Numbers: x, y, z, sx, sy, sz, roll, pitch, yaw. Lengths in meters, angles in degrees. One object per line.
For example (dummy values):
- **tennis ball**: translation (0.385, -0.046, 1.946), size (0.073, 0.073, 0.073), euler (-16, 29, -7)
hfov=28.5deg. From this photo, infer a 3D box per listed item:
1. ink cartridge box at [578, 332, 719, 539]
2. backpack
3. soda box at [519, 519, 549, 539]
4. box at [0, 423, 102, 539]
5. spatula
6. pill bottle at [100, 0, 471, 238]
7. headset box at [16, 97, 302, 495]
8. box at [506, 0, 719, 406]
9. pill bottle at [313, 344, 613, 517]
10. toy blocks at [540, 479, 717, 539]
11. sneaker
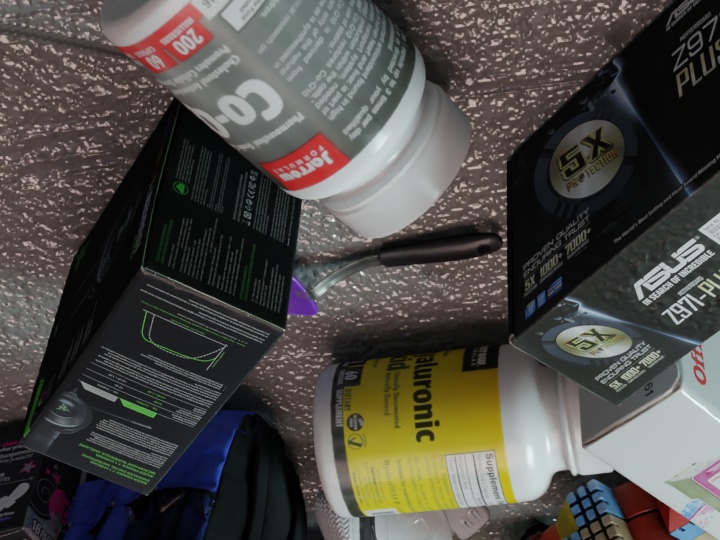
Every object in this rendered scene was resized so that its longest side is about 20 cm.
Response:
- **ink cartridge box**: translation (0.236, 0.089, 0.937), size (0.200, 0.145, 0.085), euler (36, 126, -26)
- **backpack**: translation (-0.134, 0.200, 1.044), size (0.167, 0.201, 0.163), euler (0, 137, 18)
- **soda box**: translation (0.167, 0.301, 1.185), size (0.063, 0.071, 0.201), euler (21, 144, 34)
- **box**: translation (-0.260, 0.229, 1.139), size (0.132, 0.115, 0.200), euler (-14, 132, 16)
- **spatula**: translation (0.000, 0.000, 0.960), size (0.199, 0.021, 0.057), euler (-15, 143, 15)
- **pill bottle**: translation (-0.036, -0.113, 0.794), size (0.114, 0.114, 0.200), euler (-32, 123, 30)
- **headset box**: translation (-0.123, 0.015, 0.883), size (0.092, 0.175, 0.200), euler (25, 132, -18)
- **box**: translation (0.177, -0.050, 0.800), size (0.086, 0.164, 0.200), euler (30, 130, -21)
- **pill bottle**: translation (0.074, 0.111, 0.998), size (0.199, 0.112, 0.112), euler (-7, 132, 11)
- **toy blocks**: translation (0.182, 0.196, 1.002), size (0.200, 0.100, 0.137), euler (-36, 140, 22)
- **sneaker**: translation (0.054, 0.233, 1.091), size (0.115, 0.075, 0.201), euler (-29, 100, -17)
